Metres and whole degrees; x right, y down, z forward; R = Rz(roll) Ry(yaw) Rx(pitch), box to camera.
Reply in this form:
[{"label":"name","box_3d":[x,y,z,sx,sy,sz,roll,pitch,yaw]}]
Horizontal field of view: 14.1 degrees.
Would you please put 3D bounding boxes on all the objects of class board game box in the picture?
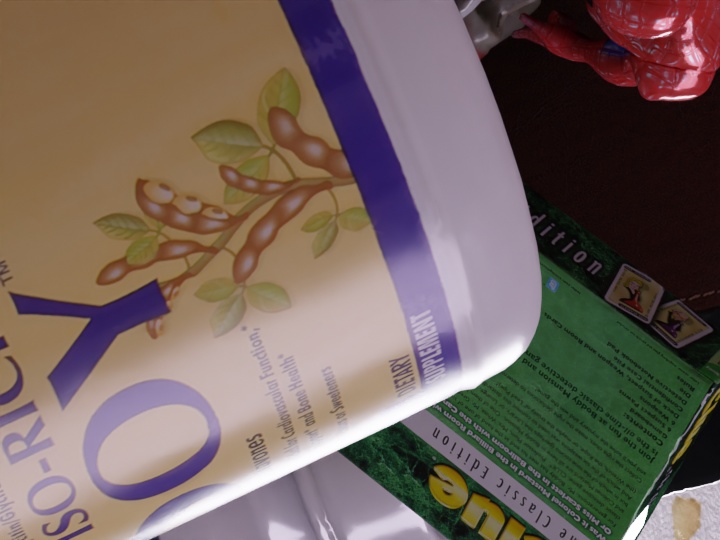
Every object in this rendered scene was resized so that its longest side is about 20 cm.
[{"label":"board game box","box_3d":[0.000,0.000,0.772,0.023,0.200,0.105,-37,160,-47]}]

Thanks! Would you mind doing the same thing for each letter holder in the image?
[{"label":"letter holder","box_3d":[0.113,-0.029,0.837,0.199,0.143,0.101,-17,147,24]}]

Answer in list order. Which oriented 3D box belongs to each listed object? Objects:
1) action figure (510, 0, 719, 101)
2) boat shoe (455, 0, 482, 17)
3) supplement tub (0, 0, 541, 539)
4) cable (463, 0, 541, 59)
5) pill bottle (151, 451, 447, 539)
[{"label":"action figure","box_3d":[0.069,-0.081,0.710,0.051,0.066,0.200,13,-166,0]},{"label":"boat shoe","box_3d":[0.005,-0.088,0.694,0.074,0.069,0.200,-27,180,0]},{"label":"supplement tub","box_3d":[-0.081,-0.009,0.551,0.199,0.146,0.145,-25,179,-6]},{"label":"cable","box_3d":[-0.024,-0.039,0.832,0.200,0.050,0.097,-40,-166,22]},{"label":"pill bottle","box_3d":[-0.080,0.065,0.869,0.199,0.121,0.120,-16,180,8]}]
